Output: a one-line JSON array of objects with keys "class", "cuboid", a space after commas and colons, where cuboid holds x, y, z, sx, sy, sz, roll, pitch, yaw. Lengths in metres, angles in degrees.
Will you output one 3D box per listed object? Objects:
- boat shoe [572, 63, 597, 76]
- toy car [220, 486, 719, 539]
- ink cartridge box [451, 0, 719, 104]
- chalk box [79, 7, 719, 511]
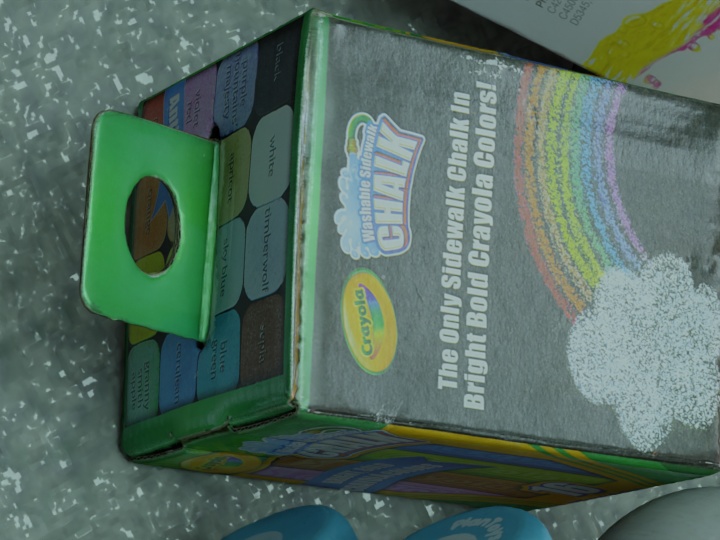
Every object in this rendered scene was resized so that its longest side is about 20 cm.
[{"class": "boat shoe", "cuboid": [0.165, -0.042, 1.024, 0.201, 0.072, 0.061, 15, 76, -24]}, {"class": "toy car", "cuboid": [0.080, 0.128, 0.877, 0.200, 0.177, 0.185, -35, 107, -33]}, {"class": "ink cartridge box", "cuboid": [0.138, -0.145, 0.941, 0.200, 0.146, 0.147, 26, 49, -4]}, {"class": "chalk box", "cuboid": [0.000, 0.000, 0.890, 0.200, 0.124, 0.125, 11, 75, -27]}]
